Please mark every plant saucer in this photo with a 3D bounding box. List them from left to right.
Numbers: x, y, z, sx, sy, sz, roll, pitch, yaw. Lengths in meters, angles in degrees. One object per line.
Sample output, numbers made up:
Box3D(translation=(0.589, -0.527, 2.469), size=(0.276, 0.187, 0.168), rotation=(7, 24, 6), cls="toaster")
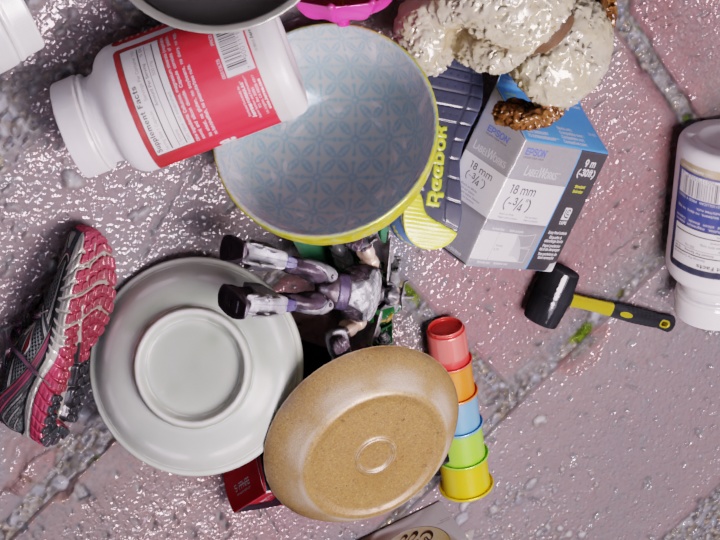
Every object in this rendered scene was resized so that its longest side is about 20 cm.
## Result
Box3D(translation=(-0.151, 0.087, 1.474), size=(0.198, 0.050, 0.202), rotation=(0, 88, -1), cls="plant saucer")
Box3D(translation=(0.009, 0.164, 1.510), size=(0.198, 0.035, 0.202), rotation=(-13, 125, -19), cls="plant saucer")

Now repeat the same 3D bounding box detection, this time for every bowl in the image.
Box3D(translation=(-0.023, -0.105, 1.438), size=(0.199, 0.201, 0.108), rotation=(-37, 160, -3), cls="bowl")

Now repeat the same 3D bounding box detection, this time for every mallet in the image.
Box3D(translation=(0.262, 0.031, 1.711), size=(0.198, 0.041, 0.066), rotation=(5, 112, -32), cls="mallet")

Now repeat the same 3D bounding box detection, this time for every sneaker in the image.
Box3D(translation=(-0.278, 0.054, 1.450), size=(0.202, 0.074, 0.081), rotation=(-70, 162, 7), cls="sneaker")
Box3D(translation=(0.060, -0.119, 1.505), size=(0.073, 0.082, 0.202), rotation=(14, 83, -18), cls="sneaker")

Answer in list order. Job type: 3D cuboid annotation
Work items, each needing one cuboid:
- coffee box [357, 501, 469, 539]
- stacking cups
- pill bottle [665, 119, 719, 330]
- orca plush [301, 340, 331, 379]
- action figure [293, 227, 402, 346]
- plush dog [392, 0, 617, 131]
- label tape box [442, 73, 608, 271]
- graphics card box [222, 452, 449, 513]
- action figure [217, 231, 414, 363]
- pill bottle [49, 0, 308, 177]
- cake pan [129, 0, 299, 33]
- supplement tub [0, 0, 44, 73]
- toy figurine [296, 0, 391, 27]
Box3D(translation=(0.027, 0.343, 1.718), size=(0.198, 0.113, 0.080), rotation=(-23, 123, -11), cls="coffee box")
Box3D(translation=(0.095, 0.143, 1.681), size=(0.060, 0.061, 0.202), rotation=(-20, 119, -14), cls="stacking cups")
Box3D(translation=(0.373, -0.044, 1.673), size=(0.110, 0.111, 0.202), rotation=(-11, 121, -19), cls="pill bottle")
Box3D(translation=(-0.091, 0.107, 1.533), size=(0.198, 0.071, 0.106), rotation=(1, 78, -20), cls="orca plush")
Box3D(translation=(0.000, 0.000, 1.562), size=(0.117, 0.055, 0.201), rotation=(-28, 128, -13), cls="action figure")
Box3D(translation=(0.155, -0.221, 1.427), size=(0.171, 0.160, 0.201), rotation=(40, 84, -26), cls="plush dog")
Box3D(translation=(0.164, -0.102, 1.550), size=(0.144, 0.063, 0.201), rotation=(3, 117, -48), cls="label tape box")
Box3D(translation=(-0.025, 0.194, 1.610), size=(0.198, 0.125, 0.051), rotation=(-8, 75, -23), cls="graphics card box")
Box3D(translation=(-0.033, 0.018, 1.473), size=(0.198, 0.069, 0.132), rotation=(7, 88, -33), cls="action figure")
Box3D(translation=(-0.152, -0.151, 1.360), size=(0.198, 0.113, 0.113), rotation=(-20, 124, 4), cls="pill bottle")
Box3D(translation=(-0.113, -0.281, 1.299), size=(0.198, 0.037, 0.202), rotation=(0, 80, 1), cls="cake pan")
Box3D(translation=(-0.360, -0.183, 1.248), size=(0.199, 0.132, 0.133), rotation=(-28, 124, -8), cls="supplement tub")
Box3D(translation=(-0.008, -0.301, 1.365), size=(0.199, 0.150, 0.184), rotation=(35, 109, -12), cls="toy figurine")
